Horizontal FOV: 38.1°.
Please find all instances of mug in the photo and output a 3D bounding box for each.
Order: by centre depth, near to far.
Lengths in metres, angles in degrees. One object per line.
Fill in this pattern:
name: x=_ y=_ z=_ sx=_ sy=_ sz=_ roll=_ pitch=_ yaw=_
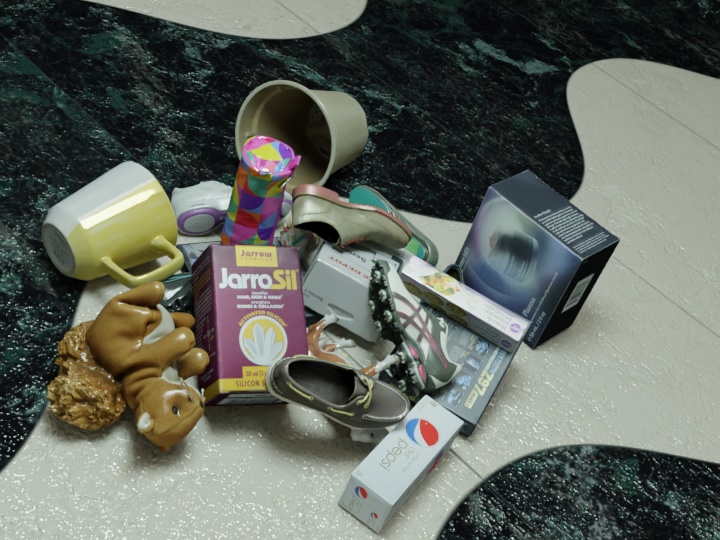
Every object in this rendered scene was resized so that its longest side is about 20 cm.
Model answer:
mug: x=-0.354 y=-0.058 z=1.478 sx=0.153 sy=0.150 sz=0.186 roll=-30 pitch=25 yaw=-37

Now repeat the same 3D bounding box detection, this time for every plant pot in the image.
plant pot: x=-0.084 y=-0.237 z=1.815 sx=0.200 sy=0.201 sz=0.183 roll=36 pitch=29 yaw=17

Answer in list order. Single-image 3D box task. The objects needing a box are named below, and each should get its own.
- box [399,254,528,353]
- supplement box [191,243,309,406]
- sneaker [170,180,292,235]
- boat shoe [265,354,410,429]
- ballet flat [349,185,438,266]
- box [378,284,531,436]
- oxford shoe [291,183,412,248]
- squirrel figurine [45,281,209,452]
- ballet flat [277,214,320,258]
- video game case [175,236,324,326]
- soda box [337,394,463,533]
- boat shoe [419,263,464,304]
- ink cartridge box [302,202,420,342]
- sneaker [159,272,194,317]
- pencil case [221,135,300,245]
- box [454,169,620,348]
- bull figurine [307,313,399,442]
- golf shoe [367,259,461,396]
box: x=0.148 y=0.048 z=1.523 sx=0.200 sy=0.041 sz=0.039 roll=31 pitch=59 yaw=8
supplement box: x=-0.147 y=0.075 z=1.392 sx=0.130 sy=0.103 sz=0.201 roll=0 pitch=72 yaw=-24
sneaker: x=-0.207 y=-0.115 z=1.673 sx=0.199 sy=0.075 sz=0.100 roll=-6 pitch=43 yaw=-23
boat shoe: x=-0.020 y=0.155 z=1.333 sx=0.199 sy=0.059 sz=0.072 roll=20 pitch=68 yaw=-19
ballet flat: x=0.056 y=-0.068 z=1.777 sx=0.200 sy=0.067 sz=0.064 roll=46 pitch=16 yaw=27
box: x=0.139 y=0.121 z=1.533 sx=0.157 sy=0.051 sz=0.200 roll=28 pitch=60 yaw=10
oxford shoe: x=-0.016 y=-0.060 z=1.557 sx=0.199 sy=0.070 sz=0.075 roll=18 pitch=59 yaw=-19
squirrel figurine: x=-0.287 y=0.141 z=1.307 sx=0.199 sy=0.142 sz=0.187 roll=-18 pitch=66 yaw=-5
ballet flat: x=-0.079 y=-0.074 z=1.673 sx=0.076 sy=0.064 sz=0.200 roll=49 pitch=21 yaw=-14
video game case: x=-0.159 y=0.019 z=1.582 sx=0.199 sy=0.026 sz=0.181 roll=-5 pitch=45 yaw=-31
soda box: x=0.056 y=0.251 z=1.375 sx=0.068 sy=0.064 sz=0.200 roll=34 pitch=40 yaw=15
boat shoe: x=0.125 y=0.065 z=1.634 sx=0.075 sy=0.062 sz=0.200 roll=31 pitch=39 yaw=-1
ink cartridge box: x=0.000 y=0.000 z=1.609 sx=0.146 sy=0.084 sz=0.200 roll=28 pitch=31 yaw=-4
sneaker: x=-0.281 y=0.055 z=1.452 sx=0.200 sy=0.076 sz=0.079 roll=-23 pitch=27 yaw=-30
pencil case: x=-0.152 y=-0.105 z=1.552 sx=0.088 sy=0.200 sz=0.089 roll=11 pitch=47 yaw=-12
box: x=0.277 y=-0.019 z=1.699 sx=0.123 sy=0.200 sz=0.198 roll=-23 pitch=55 yaw=-42
bull figurine: x=-0.021 y=0.149 z=1.442 sx=0.200 sy=0.065 sz=0.121 roll=36 pitch=61 yaw=24
golf shoe: x=0.071 y=0.076 z=1.476 sx=0.088 sy=0.077 sz=0.201 roll=-15 pitch=77 yaw=-22
